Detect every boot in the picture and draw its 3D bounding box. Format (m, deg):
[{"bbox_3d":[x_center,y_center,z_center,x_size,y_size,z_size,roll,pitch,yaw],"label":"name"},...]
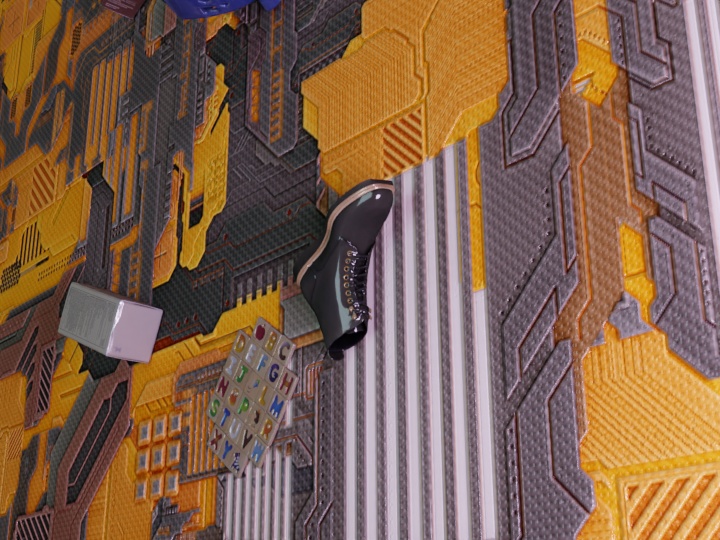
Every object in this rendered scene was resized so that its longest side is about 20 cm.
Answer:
[{"bbox_3d":[0.000,0.000,1.307,0.200,0.077,0.138,-56,44,41],"label":"boot"}]

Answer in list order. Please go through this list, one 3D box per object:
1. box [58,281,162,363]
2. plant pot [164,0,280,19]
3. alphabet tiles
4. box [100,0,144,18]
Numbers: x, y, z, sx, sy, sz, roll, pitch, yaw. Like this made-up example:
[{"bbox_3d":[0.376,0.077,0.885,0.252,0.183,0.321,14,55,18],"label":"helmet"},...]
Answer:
[{"bbox_3d":[-0.410,0.083,1.762,0.200,0.078,0.095,15,89,52],"label":"box"},{"bbox_3d":[-0.207,-0.502,1.615,0.180,0.200,0.200,4,77,13],"label":"plant pot"},{"bbox_3d":[-0.150,0.171,1.471,0.166,0.006,0.200,33,103,51],"label":"alphabet tiles"},{"bbox_3d":[-0.410,-0.579,2.013,0.200,0.075,0.100,-43,47,30],"label":"box"}]
